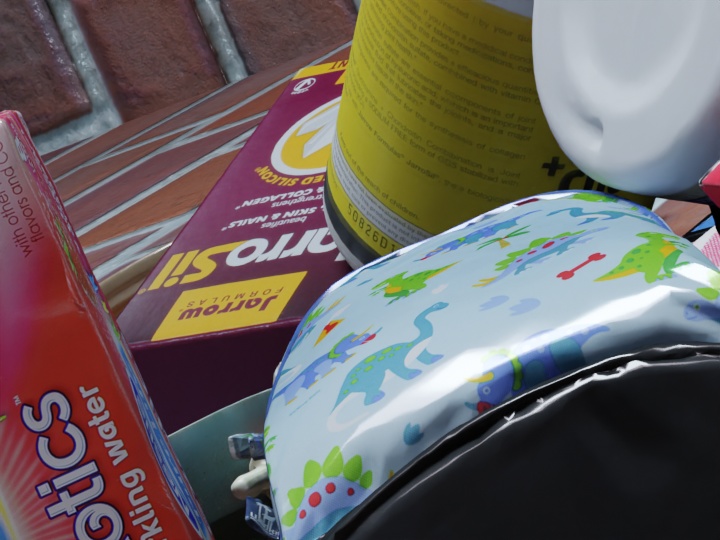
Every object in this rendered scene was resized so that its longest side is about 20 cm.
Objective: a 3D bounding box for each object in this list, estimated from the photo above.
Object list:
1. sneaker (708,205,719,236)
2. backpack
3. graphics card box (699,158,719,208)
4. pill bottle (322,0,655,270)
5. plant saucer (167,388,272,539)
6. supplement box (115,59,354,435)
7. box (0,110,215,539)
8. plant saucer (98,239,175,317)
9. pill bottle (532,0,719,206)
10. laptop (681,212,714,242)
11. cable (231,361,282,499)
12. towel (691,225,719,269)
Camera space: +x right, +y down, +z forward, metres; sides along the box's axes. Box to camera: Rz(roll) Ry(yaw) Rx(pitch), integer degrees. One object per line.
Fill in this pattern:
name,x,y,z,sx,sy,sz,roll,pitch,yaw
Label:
sneaker,0.139,-0.009,0.849,0.073,0.112,0.200,-23,9,8
backpack,0.048,0.054,0.691,0.163,0.154,0.200,-29,-6,6
graphics card box,0.164,0.012,0.597,0.051,0.125,0.200,-43,11,-7
pill bottle,0.057,-0.085,0.867,0.112,0.112,0.200,-30,-33,-38
plant saucer,-0.089,0.104,0.856,0.200,0.027,0.200,-34,-10,-7
supplement box,0.000,0.000,1.008,0.110,0.086,0.200,-9,30,31
box,-0.096,0.067,0.711,0.100,0.200,0.095,-23,6,-2
plant saucer,-0.077,0.026,1.269,0.200,0.029,0.200,-28,-15,-8
pill bottle,0.160,-0.066,0.778,0.200,0.111,0.111,6,-7,-29
laptop,0.241,-0.110,1.226,0.177,0.200,0.103,-16,-26,38
cable,0.019,0.053,0.858,0.050,0.097,0.200,-32,0,26
towel,0.194,-0.021,1.055,0.200,0.030,0.146,-16,11,42
